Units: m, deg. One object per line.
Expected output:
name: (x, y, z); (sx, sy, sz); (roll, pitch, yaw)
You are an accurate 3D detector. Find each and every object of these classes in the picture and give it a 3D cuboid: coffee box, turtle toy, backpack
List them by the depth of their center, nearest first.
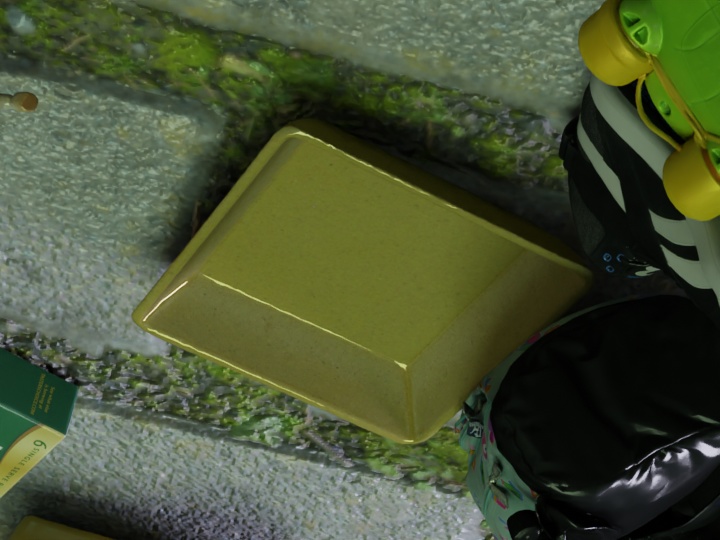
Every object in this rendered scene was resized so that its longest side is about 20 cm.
turtle toy: (0.205, -0.091, 0.948); (0.145, 0.101, 0.201); (-34, 87, 39)
backpack: (0.131, 0.093, 1.138); (0.165, 0.128, 0.200); (-17, 162, -13)
coffee box: (-0.291, 0.074, 1.288); (0.199, 0.044, 0.123); (30, 135, -23)

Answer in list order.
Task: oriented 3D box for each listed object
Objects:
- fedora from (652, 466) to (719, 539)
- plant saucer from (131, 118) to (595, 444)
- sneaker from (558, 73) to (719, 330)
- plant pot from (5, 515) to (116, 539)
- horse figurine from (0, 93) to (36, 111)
fedora: (0.243, 0.112, 1.185); (0.091, 0.202, 0.201); (-13, 148, -28)
plant saucer: (0.000, 0.000, 1.153); (0.199, 0.049, 0.200); (25, 137, -19)
sneaker: (0.172, -0.009, 1.029); (0.072, 0.201, 0.112); (-19, 153, -22)
plant pot: (-0.173, 0.265, 1.391); (0.188, 0.201, 0.201); (27, 138, 2)
horse figurine: (-0.259, -0.108, 1.036); (0.131, 0.050, 0.200); (5, 162, 25)
